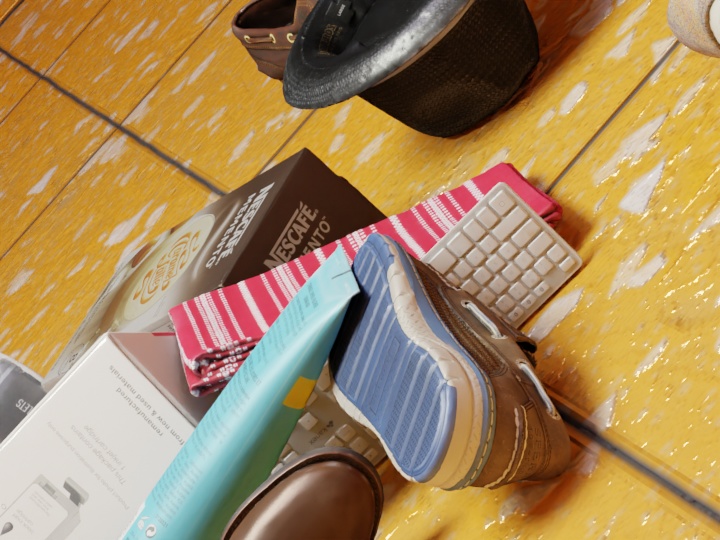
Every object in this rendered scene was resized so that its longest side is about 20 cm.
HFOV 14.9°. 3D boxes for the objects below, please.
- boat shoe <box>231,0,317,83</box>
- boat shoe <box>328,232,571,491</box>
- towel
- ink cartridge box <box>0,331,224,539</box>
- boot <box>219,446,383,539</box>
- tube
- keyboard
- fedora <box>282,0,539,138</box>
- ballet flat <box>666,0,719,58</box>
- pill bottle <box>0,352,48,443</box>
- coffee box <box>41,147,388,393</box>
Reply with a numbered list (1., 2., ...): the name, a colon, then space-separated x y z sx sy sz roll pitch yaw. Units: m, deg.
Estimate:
1. boat shoe: -0.021 -0.180 1.900 0.200 0.070 0.070 -24 28 51
2. boat shoe: 0.038 0.047 1.217 0.200 0.072 0.072 -116 45 -62
3. towel: 0.000 0.000 1.379 0.200 0.023 0.145 -23 14 -2
4. ink cartridge box: -0.148 0.127 1.410 0.200 0.083 0.147 -46 -10 9
5. boot: -0.043 0.181 1.136 0.187 0.064 0.200 -58 11 12
6. tube: -0.058 0.081 1.281 0.200 0.050 0.077 -58 19 10
7. keyboard: 0.016 0.045 1.312 0.200 0.056 0.011 -45 15 10
8. fedora: 0.046 -0.138 1.591 0.201 0.092 0.201 -40 21 19
9. ballet flat: 0.204 -0.128 1.226 0.200 0.068 0.067 -32 30 48
10. pill bottle: -0.245 0.154 1.635 0.200 0.106 0.106 -53 17 -16
11. coffee box: -0.080 0.023 1.564 0.200 0.080 0.114 -28 26 49
